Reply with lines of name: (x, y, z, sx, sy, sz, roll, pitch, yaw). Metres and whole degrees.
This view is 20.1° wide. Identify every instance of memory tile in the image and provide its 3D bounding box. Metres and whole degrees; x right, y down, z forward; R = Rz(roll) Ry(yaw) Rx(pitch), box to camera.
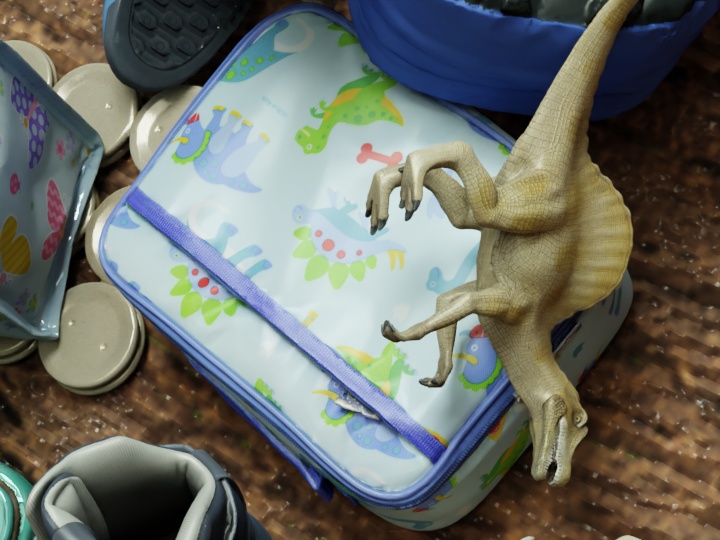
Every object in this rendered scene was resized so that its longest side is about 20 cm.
memory tile: (-0.165, -0.033, 0.954, 0.198, 0.017, 0.154, 17, 77, 24)

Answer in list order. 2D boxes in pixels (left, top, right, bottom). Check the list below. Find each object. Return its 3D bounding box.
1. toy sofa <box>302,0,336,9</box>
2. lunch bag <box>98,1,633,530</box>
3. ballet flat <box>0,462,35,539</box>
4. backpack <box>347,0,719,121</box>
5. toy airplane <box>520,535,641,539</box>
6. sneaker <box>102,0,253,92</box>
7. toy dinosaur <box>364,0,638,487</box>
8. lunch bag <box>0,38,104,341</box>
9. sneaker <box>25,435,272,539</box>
toy sofa: (-0.035, -0.174, 0.814, 0.097, 0.200, 0.083, 27, 88, 1)
lunch bag: (0.000, 0.000, 0.843, 0.200, 0.082, 0.161, 40, 87, 24)
ballet flat: (-0.228, 0.104, 0.892, 0.198, 0.070, 0.068, 8, 80, 13)
backpack: (0.075, -0.160, 0.820, 0.161, 0.168, 0.202, 4, 68, -4)
toy airplane: (0.030, 0.200, 0.747, 0.198, 0.141, 0.201, -1, 78, -20)
sneaker: (-0.082, -0.176, 0.958, 0.078, 0.066, 0.202, 1, 71, 55)
toy dinosaur: (0.058, -0.024, 0.751, 0.100, 0.058, 0.202, 3, 104, -17)
lunch bag: (-0.224, -0.058, 0.861, 0.168, 0.200, 0.128, 6, 74, 20)
sneaker: (-0.116, 0.152, 0.773, 0.077, 0.146, 0.203, 36, 73, 22)
